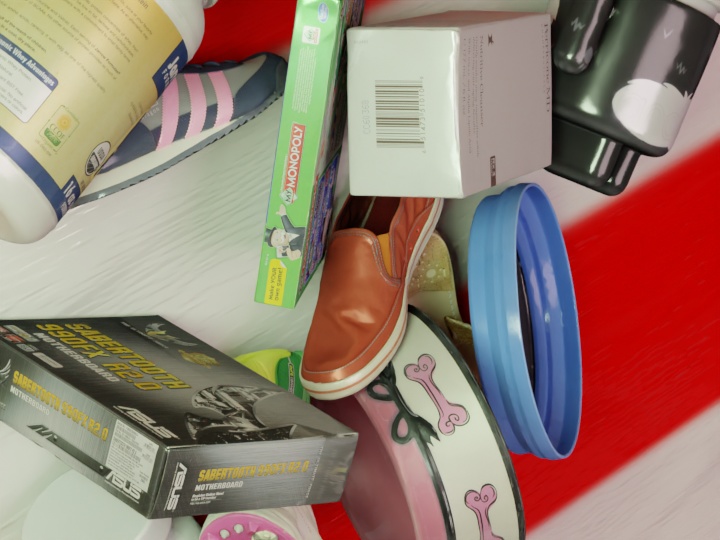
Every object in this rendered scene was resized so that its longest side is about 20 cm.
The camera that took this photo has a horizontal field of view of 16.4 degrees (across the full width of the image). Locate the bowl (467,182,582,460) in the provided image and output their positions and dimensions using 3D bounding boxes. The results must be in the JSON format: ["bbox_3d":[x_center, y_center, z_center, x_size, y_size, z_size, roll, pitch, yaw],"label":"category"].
[{"bbox_3d":[0.118,0.038,1.793,0.201,0.039,0.201,-8,90,-74],"label":"bowl"}]

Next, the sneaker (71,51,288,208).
[{"bbox_3d":[-0.120,-0.110,1.537,0.200,0.070,0.082,-34,101,-45],"label":"sneaker"}]

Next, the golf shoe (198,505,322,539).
[{"bbox_3d":[-0.044,0.186,1.642,0.200,0.075,0.092,62,18,-48],"label":"golf shoe"}]

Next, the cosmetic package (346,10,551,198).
[{"bbox_3d":[0.062,-0.112,1.645,0.200,0.081,0.113,-25,115,-65],"label":"cosmetic package"}]

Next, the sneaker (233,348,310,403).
[{"bbox_3d":[-0.051,0.147,1.715,0.084,0.074,0.200,-18,120,-36],"label":"sneaker"}]

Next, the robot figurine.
[{"bbox_3d":[0.185,-0.159,1.788,0.125,0.150,0.200,21,93,-14],"label":"robot figurine"}]

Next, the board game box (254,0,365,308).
[{"bbox_3d":[-0.031,-0.089,1.606,0.135,0.029,0.200,-59,159,-74],"label":"board game box"}]

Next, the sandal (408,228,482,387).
[{"bbox_3d":[0.061,0.064,1.780,0.078,0.070,0.212,-24,127,-7],"label":"sandal"}]

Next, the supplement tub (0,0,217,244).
[{"bbox_3d":[-0.178,-0.130,1.403,0.200,0.144,0.144,-53,137,-15],"label":"supplement tub"}]

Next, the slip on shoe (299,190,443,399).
[{"bbox_3d":[0.000,0.000,1.679,0.061,0.074,0.200,50,49,-40],"label":"slip on shoe"}]

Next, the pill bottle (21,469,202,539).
[{"bbox_3d":[-0.139,0.221,1.626,0.116,0.116,0.200,-45,135,-22],"label":"pill bottle"}]

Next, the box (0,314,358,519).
[{"bbox_3d":[-0.125,0.085,1.514,0.158,0.200,0.048,-1,112,-45],"label":"box"}]

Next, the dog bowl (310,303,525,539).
[{"bbox_3d":[0.033,0.128,1.713,0.074,0.200,0.200,-22,124,-17],"label":"dog bowl"}]
